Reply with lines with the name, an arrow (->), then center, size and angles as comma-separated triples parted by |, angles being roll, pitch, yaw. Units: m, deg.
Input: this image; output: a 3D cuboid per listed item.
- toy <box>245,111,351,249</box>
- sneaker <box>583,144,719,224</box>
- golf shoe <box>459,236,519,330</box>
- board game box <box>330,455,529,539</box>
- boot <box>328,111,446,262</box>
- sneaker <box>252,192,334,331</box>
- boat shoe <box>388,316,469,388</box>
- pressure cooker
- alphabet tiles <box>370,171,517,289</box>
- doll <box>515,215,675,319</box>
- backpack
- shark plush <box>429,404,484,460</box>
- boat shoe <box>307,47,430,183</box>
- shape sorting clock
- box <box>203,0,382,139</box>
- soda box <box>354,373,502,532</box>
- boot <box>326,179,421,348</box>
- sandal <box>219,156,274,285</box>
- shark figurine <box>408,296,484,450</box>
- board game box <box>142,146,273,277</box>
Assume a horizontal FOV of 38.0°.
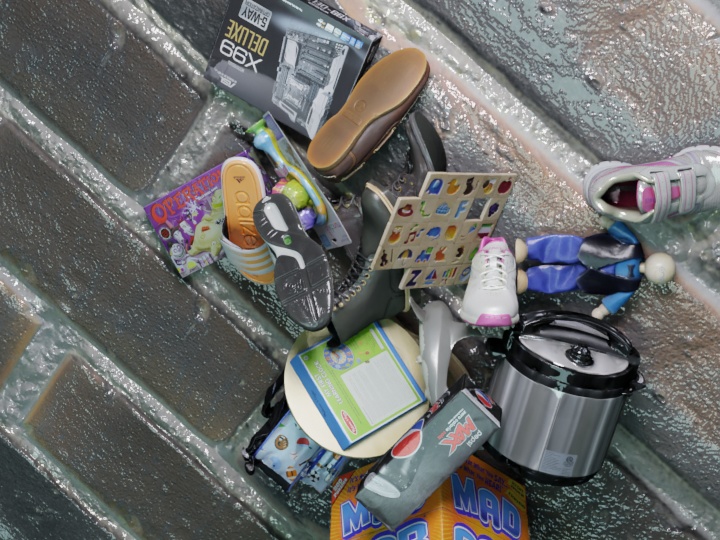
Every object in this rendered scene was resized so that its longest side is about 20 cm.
toy -> -0.095, -0.108, 1.398 | 0.047, 0.115, 0.202 | -31, 97, -17
sneaker -> 0.361, -0.093, 1.246 | 0.197, 0.088, 0.083 | -9, 107, 23
golf shoe -> 0.161, 0.014, 1.303 | 0.074, 0.200, 0.093 | 1, 105, 4
board game box -> 0.095, 0.379, 1.411 | 0.199, 0.202, 0.199 | -28, 134, 33
boot -> 0.033, -0.097, 1.377 | 0.171, 0.069, 0.203 | -9, 109, 22
sneaker -> -0.070, 0.005, 1.343 | 0.075, 0.116, 0.202 | -25, 60, 3
boat shoe -> 0.064, 0.123, 1.453 | 0.199, 0.065, 0.072 | 34, 118, 5
pressure cooker -> 0.254, 0.147, 1.325 | 0.178, 0.174, 0.203 | 33, 120, 41
alphabet tiles -> 0.101, -0.049, 1.312 | 0.008, 0.198, 0.169 | 43, 123, 37
doll -> 0.298, -0.001, 1.327 | 0.196, 0.048, 0.139 | -1, 104, 14
backpack -> -0.059, 0.201, 1.466 | 0.153, 0.200, 0.192 | 28, 106, -4
shark plush -> 0.137, 0.253, 1.459 | 0.083, 0.091, 0.201 | -27, 104, 40
boat shoe -> 0.014, -0.196, 1.334 | 0.200, 0.070, 0.071 | -44, 61, 4
shape sorting clock -> -0.004, 0.148, 1.377 | 0.199, 0.201, 0.039 | 35, 151, 4
box -> -0.091, -0.279, 1.363 | 0.198, 0.050, 0.159 | 30, 117, 6
soda box -> 0.083, 0.224, 1.284 | 0.071, 0.063, 0.200 | 42, 106, -2
boot -> 0.000, 0.000, 1.321 | 0.077, 0.137, 0.202 | 37, 151, 49
sandal -> -0.160, -0.054, 1.429 | 0.078, 0.060, 0.209 | 0, 127, 12
shark figurine -> 0.115, 0.111, 1.334 | 0.088, 0.217, 0.129 | -10, 147, 13
board game box -> -0.207, -0.080, 1.497 | 0.198, 0.032, 0.121 | -25, 96, 27
